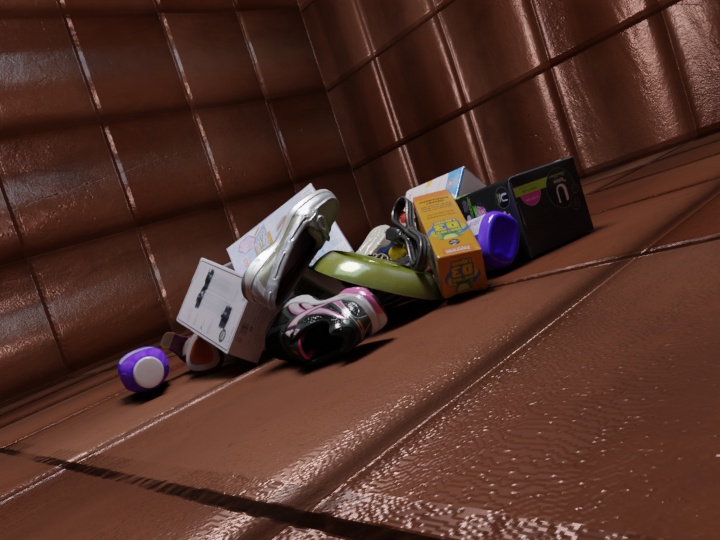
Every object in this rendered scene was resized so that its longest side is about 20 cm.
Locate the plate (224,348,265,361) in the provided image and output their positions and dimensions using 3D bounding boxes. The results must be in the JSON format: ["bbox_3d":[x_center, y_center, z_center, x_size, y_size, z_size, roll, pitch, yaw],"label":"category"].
[{"bbox_3d":[-0.185,0.054,1.080,0.195,0.205,0.032,-19,-41,35],"label":"plate"}]

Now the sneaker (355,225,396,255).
[{"bbox_3d":[0.016,0.011,1.249,0.075,0.113,0.201,8,47,44],"label":"sneaker"}]

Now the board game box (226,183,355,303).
[{"bbox_3d":[-0.121,-0.025,1.028,0.197,0.202,0.041,-36,-42,4],"label":"board game box"}]

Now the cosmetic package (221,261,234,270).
[{"bbox_3d":[-0.199,0.041,1.318,0.197,0.171,0.165,-23,5,-38],"label":"cosmetic package"}]

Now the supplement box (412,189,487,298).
[{"bbox_3d":[0.125,-0.044,0.862,0.064,0.071,0.202,-12,33,0],"label":"supplement box"}]

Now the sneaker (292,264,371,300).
[{"bbox_3d":[-0.070,0.042,0.888,0.075,0.092,0.197,8,5,-45],"label":"sneaker"}]

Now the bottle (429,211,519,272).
[{"bbox_3d":[0.173,-0.034,0.956,0.063,0.086,0.199,16,-14,-19],"label":"bottle"}]

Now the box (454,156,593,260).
[{"bbox_3d":[0.258,-0.093,1.004,0.145,0.128,0.199,-21,4,-23],"label":"box"}]

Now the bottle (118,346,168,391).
[{"bbox_3d":[-0.380,0.174,1.049,0.082,0.067,0.199,-22,4,-25],"label":"bottle"}]

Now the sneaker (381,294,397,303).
[{"bbox_3d":[0.000,0.000,1.059,0.195,0.135,0.079,-21,2,-18],"label":"sneaker"}]

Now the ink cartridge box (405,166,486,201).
[{"bbox_3d":[0.171,-0.101,1.238,0.123,0.132,0.198,30,-25,-28],"label":"ink cartridge box"}]

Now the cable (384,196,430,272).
[{"bbox_3d":[0.080,-0.053,0.881,0.049,0.100,0.200,16,6,-18],"label":"cable"}]

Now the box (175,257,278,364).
[{"bbox_3d":[-0.215,0.060,0.962,0.059,0.120,0.197,26,-7,-41],"label":"box"}]

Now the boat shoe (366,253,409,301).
[{"bbox_3d":[0.032,0.007,0.990,0.197,0.075,0.074,-34,6,-15],"label":"boat shoe"}]

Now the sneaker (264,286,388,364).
[{"bbox_3d":[-0.064,0.077,0.736,0.197,0.082,0.086,-26,9,43],"label":"sneaker"}]

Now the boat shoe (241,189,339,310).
[{"bbox_3d":[-0.085,-0.030,0.837,0.063,0.076,0.203,20,57,30],"label":"boat shoe"}]

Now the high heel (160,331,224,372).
[{"bbox_3d":[-0.279,0.152,1.086,0.197,0.069,0.095,14,-14,47],"label":"high heel"}]

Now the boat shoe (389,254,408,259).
[{"bbox_3d":[0.047,0.011,1.159,0.195,0.075,0.071,-15,0,-28],"label":"boat shoe"}]

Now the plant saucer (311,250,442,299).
[{"bbox_3d":[0.027,0.002,0.859,0.193,0.032,0.200,14,6,-1],"label":"plant saucer"}]
